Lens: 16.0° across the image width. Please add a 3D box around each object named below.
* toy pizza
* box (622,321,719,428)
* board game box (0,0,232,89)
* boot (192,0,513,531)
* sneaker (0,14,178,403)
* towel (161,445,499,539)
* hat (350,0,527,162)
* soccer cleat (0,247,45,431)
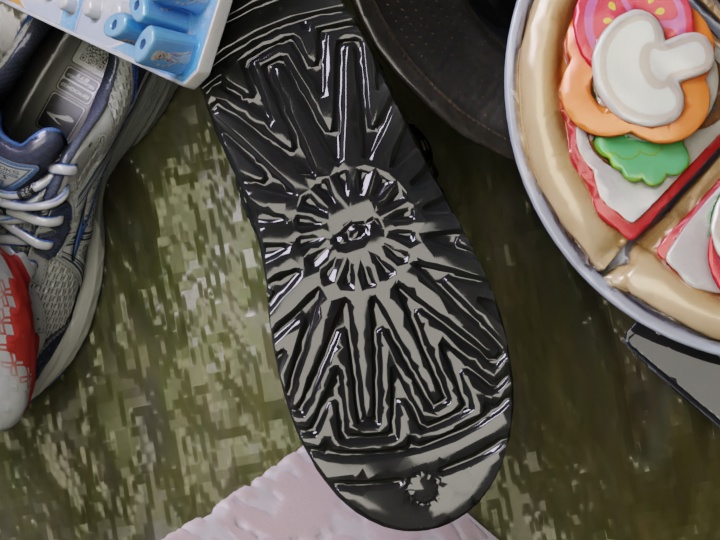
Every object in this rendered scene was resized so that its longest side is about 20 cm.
[{"bbox_3d":[0.152,-0.067,0.915,0.199,0.032,0.201,0,85,-4],"label":"toy pizza"},{"bbox_3d":[0.222,0.002,0.961,0.158,0.050,0.200,41,93,11],"label":"box"},{"bbox_3d":[-0.086,-0.185,0.936,0.200,0.026,0.201,28,103,54],"label":"board game box"},{"bbox_3d":[0.002,-0.001,0.950,0.079,0.158,0.212,-16,79,0],"label":"boot"},{"bbox_3d":[-0.136,-0.036,1.017,0.077,0.085,0.201,20,90,12],"label":"sneaker"},{"bbox_3d":[0.018,0.148,0.921,0.191,0.200,0.032,39,118,14],"label":"towel"},{"bbox_3d":[0.082,-0.122,0.976,0.200,0.081,0.201,1,87,-14],"label":"hat"},{"bbox_3d":[-0.179,-0.021,0.945,0.068,0.085,0.201,-6,112,28],"label":"soccer cleat"}]
